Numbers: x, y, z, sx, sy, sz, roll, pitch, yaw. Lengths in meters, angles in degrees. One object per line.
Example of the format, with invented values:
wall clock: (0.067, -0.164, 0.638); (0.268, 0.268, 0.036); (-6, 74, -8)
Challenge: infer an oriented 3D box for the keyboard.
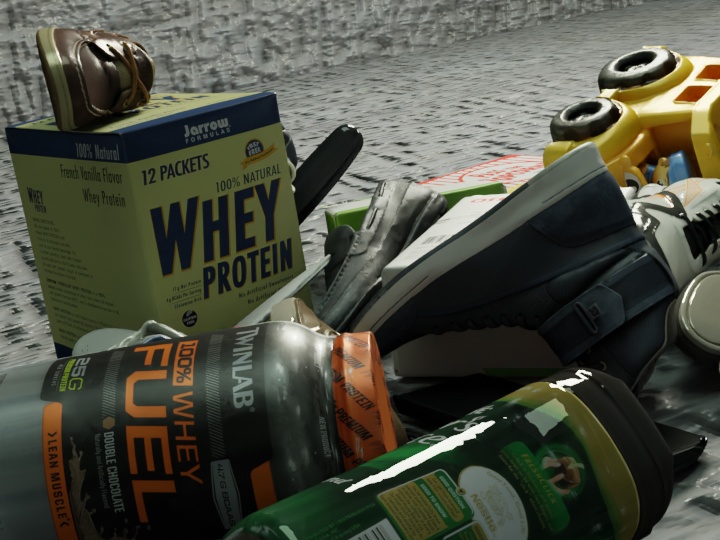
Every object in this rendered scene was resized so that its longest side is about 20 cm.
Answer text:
keyboard: (0.088, 0.096, 0.726); (0.127, 0.021, 0.200); (-11, 12, -34)

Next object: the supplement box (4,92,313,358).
supplement box: (-0.155, -0.026, 0.973); (0.134, 0.201, 0.200); (-20, 18, -35)

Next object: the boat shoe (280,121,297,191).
boat shoe: (-0.084, -0.061, 1.074); (0.092, 0.201, 0.075); (-23, -10, -17)

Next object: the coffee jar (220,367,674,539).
coffee jar: (0.038, 0.112, 0.531); (0.199, 0.086, 0.104); (-19, -21, -35)

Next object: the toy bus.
toy bus: (0.278, -0.098, 1.053); (0.192, 0.136, 0.200); (6, 38, 45)

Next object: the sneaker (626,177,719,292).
sneaker: (0.233, -0.031, 0.905); (0.080, 0.074, 0.200); (-14, 13, 26)

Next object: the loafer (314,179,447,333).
loafer: (0.000, 0.000, 0.958); (0.070, 0.068, 0.201); (23, 47, 13)

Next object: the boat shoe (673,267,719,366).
boat shoe: (0.253, 0.026, 0.846); (0.067, 0.057, 0.200); (36, 37, 16)

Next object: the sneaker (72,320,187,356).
sneaker: (-0.123, 0.063, 0.784); (0.200, 0.087, 0.075); (15, 55, 46)

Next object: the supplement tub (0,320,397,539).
supplement tub: (-0.083, 0.094, 0.626); (0.199, 0.123, 0.123); (-11, 15, 3)

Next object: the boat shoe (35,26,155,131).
boat shoe: (-0.185, -0.145, 0.913); (0.072, 0.072, 0.200); (-12, 10, -1)

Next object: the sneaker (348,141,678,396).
sneaker: (0.099, 0.037, 0.782); (0.202, 0.146, 0.077); (-35, -5, 24)

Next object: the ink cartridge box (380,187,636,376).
ink cartridge box: (0.118, 0.005, 0.922); (0.145, 0.084, 0.200); (-2, 16, 22)

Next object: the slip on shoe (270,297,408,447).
slip on shoe: (-0.016, 0.068, 0.779); (0.060, 0.076, 0.200); (-15, 18, -3)

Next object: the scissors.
scissors: (-0.099, 0.050, 0.870); (0.073, 0.014, 0.200); (7, 47, 39)

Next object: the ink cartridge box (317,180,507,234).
ink cartridge box: (0.044, -0.033, 1.134); (0.147, 0.076, 0.200); (-11, 5, -5)

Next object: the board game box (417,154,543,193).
board game box: (0.170, -0.074, 1.259); (0.151, 0.047, 0.200); (-20, 18, -35)

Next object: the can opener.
can opener: (-0.070, -0.053, 1.134); (0.200, 0.079, 0.063); (-46, 1, 10)
